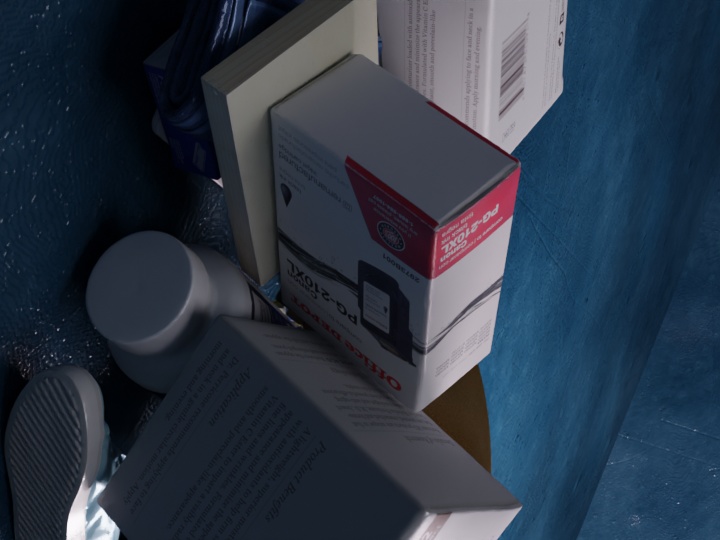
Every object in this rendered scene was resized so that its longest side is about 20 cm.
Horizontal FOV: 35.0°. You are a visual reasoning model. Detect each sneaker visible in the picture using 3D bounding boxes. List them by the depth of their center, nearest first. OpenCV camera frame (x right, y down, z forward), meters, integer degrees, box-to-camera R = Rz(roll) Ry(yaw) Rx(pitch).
[{"bbox_3d":[-0.199,0.136,0.809,0.082,0.074,0.201,-40,152,-51],"label":"sneaker"}]

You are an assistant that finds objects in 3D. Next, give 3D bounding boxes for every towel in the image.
[{"bbox_3d":[-0.057,-0.135,0.795,0.200,0.048,0.112,6,103,-63],"label":"towel"}]

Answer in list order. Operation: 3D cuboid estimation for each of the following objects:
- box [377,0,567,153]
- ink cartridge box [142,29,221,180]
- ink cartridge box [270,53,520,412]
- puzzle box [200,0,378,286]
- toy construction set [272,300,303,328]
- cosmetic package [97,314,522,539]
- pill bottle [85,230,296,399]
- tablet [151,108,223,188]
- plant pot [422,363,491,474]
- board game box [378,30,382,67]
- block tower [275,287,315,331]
[{"bbox_3d":[0.109,-0.230,1.113,0.200,0.130,0.200,-48,147,-42],"label":"box"},{"bbox_3d":[-0.074,-0.167,0.845,0.200,0.044,0.094,-52,148,-33],"label":"ink cartridge box"},{"bbox_3d":[0.019,-0.020,0.772,0.084,0.145,0.201,-37,150,-27],"label":"ink cartridge box"},{"bbox_3d":[-0.040,-0.091,0.782,0.133,0.025,0.201,-42,153,-25],"label":"puzzle box"},{"bbox_3d":[-0.032,0.077,1.082,0.201,0.091,0.132,90,11,-48],"label":"toy construction set"},{"bbox_3d":[-0.033,0.159,0.783,0.165,0.200,0.165,-55,152,11],"label":"cosmetic package"},{"bbox_3d":[-0.120,0.048,0.854,0.111,0.110,0.200,-65,155,-13],"label":"pill bottle"},{"bbox_3d":[-0.090,-0.130,0.908,0.131,0.014,0.200,-67,155,-8],"label":"tablet"},{"bbox_3d":[0.040,0.139,0.998,0.200,0.185,0.187,-61,158,-53],"label":"plant pot"},{"bbox_3d":[-0.030,-0.121,0.983,0.200,0.028,0.136,-53,145,-46],"label":"board game box"},{"bbox_3d":[0.000,0.000,0.982,0.058,0.054,0.200,-59,165,21],"label":"block tower"}]
